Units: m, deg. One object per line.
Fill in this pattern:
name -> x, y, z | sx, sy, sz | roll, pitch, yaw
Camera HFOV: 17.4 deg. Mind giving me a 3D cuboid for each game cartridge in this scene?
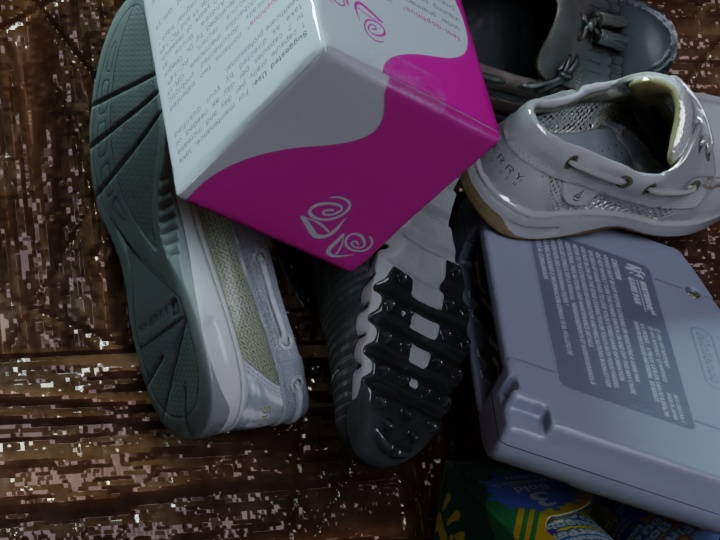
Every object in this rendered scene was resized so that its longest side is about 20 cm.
game cartridge -> 0.112, 0.039, 1.060 | 0.132, 0.041, 0.200 | 16, 29, -11

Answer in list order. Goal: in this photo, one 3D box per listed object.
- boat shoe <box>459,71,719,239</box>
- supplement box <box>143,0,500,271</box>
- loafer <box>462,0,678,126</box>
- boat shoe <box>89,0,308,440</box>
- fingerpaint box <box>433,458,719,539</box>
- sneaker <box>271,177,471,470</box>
boat shoe -> 0.138, -0.060, 1.121 | 0.199, 0.069, 0.071 | -12, 61, -42
supplement box -> -0.025, -0.116, 1.010 | 0.101, 0.103, 0.201 | 24, 37, -36
loafer -> 0.072, -0.112, 1.133 | 0.198, 0.063, 0.072 | -1, 75, -23
boat shoe -> -0.071, -0.026, 1.046 | 0.064, 0.074, 0.204 | -4, 74, -36
fingerpaint box -> 0.153, 0.143, 1.032 | 0.198, 0.167, 0.074 | 0, 110, -22
sneaker -> 0.000, 0.000, 1.058 | 0.066, 0.090, 0.202 | 28, 55, -42
